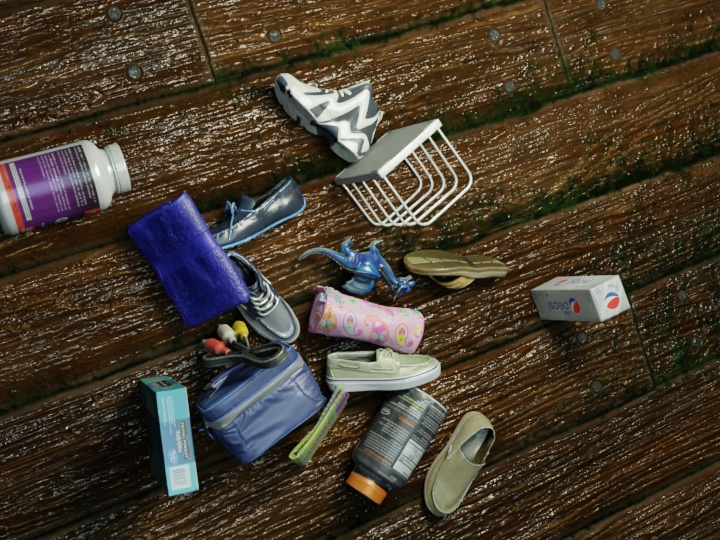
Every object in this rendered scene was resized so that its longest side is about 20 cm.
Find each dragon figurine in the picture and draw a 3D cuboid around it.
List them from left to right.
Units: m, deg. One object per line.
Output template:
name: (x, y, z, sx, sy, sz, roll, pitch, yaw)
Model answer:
dragon figurine: (0.000, 0.000, 1.584, 0.199, 0.059, 0.100, 4, 55, -26)

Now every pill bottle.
pill bottle: (-0.460, -0.132, 1.414, 0.199, 0.112, 0.113, -18, 95, -19)
pill bottle: (0.056, 0.300, 1.596, 0.106, 0.106, 0.200, 37, 77, -15)

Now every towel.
towel: (-0.276, -0.010, 1.465, 0.200, 0.147, 0.050, 57, 39, -10)
towel: (-0.066, 0.256, 1.512, 0.023, 0.200, 0.144, 33, 81, 8)

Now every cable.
cable: (-0.193, 0.123, 1.461, 0.097, 0.200, 0.050, -33, 109, -24)

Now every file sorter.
file sorter: (0.072, -0.155, 1.563, 0.139, 0.200, 0.125, -42, 106, -16)

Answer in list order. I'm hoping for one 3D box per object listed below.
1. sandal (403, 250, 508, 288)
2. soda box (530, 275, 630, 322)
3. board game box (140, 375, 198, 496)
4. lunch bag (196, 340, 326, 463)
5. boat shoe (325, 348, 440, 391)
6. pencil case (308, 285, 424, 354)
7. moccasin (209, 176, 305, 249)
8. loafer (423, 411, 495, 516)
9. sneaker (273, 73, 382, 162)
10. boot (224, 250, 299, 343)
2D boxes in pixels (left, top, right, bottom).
sandal: (0.172, 0.004, 1.661, 0.199, 0.080, 0.054, 4, 113, -24)
soda box: (0.393, 0.050, 1.671, 0.068, 0.200, 0.064, -24, 97, -20)
board game box: (-0.295, 0.247, 1.420, 0.047, 0.200, 0.152, -7, 92, -19)
lunch bag: (-0.173, 0.207, 1.499, 0.200, 0.136, 0.133, -36, 100, -15)
boat shoe: (0.037, 0.166, 1.584, 0.199, 0.072, 0.062, -7, 110, -1)
pencil case: (0.008, 0.085, 1.594, 0.199, 0.087, 0.088, 15, 84, -18)
moccasin: (-0.187, -0.096, 1.536, 0.200, 0.080, 0.068, -32, 114, -30)
loafer: (0.179, 0.347, 1.658, 0.075, 0.068, 0.201, 29, 80, -17)
sneaker: (-0.044, -0.296, 1.587, 0.199, 0.079, 0.130, 38, 72, -11)
boot: (-0.169, 0.048, 1.527, 0.200, 0.090, 0.073, 45, 75, -13)
